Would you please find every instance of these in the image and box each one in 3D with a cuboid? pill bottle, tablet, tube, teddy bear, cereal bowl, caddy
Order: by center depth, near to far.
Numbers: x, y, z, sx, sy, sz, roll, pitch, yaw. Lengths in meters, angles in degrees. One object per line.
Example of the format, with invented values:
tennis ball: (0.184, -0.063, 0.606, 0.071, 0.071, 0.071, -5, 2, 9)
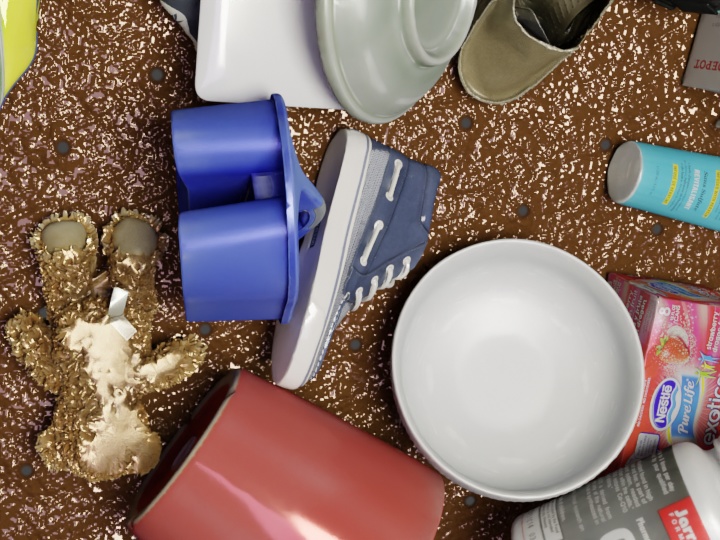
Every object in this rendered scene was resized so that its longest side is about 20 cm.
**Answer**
tablet: (-0.044, -0.213, 0.822, 0.128, 0.014, 0.203, 1, 105, -22)
caddy: (-0.076, -0.039, 0.841, 0.103, 0.200, 0.144, -3, 78, -8)
pill bottle: (0.222, 0.198, 0.899, 0.198, 0.114, 0.115, -28, 108, 14)
teddy bear: (-0.193, 0.052, 0.906, 0.143, 0.067, 0.203, -20, 100, -19)
cereal bowl: (0.119, 0.082, 0.955, 0.197, 0.083, 0.203, 0, 75, -1)
tube: (0.301, -0.064, 1.010, 0.197, 0.050, 0.078, 9, 107, -21)

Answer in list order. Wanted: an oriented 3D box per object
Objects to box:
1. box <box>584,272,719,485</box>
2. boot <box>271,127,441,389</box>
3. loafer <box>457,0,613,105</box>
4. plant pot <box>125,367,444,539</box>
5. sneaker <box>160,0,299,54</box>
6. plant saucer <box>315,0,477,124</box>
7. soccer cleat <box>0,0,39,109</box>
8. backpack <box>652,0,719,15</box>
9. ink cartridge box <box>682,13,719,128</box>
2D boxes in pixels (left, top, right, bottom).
box: (0.246, 0.112, 1.004, 0.098, 0.095, 0.203, 7, 101, -16)
boot: (0.000, 0.000, 0.916, 0.089, 0.073, 0.203, 19, 82, -21)
loafer: (0.125, -0.182, 0.870, 0.076, 0.200, 0.068, 34, 51, -6)
plant pot: (-0.065, 0.182, 0.903, 0.177, 0.200, 0.201, 37, 92, -10)
sneaker: (-0.048, -0.214, 0.872, 0.197, 0.079, 0.131, -28, 115, -14)
plant saucer: (0.040, -0.200, 0.842, 0.050, 0.199, 0.203, 14, 102, 28)
soccer cleat: (-0.248, -0.192, 0.842, 0.084, 0.064, 0.202, 30, 82, -59)
backpack: (0.233, -0.312, 0.871, 0.174, 0.153, 0.202, 22, 88, 11)
ink cartridge box: (0.352, -0.199, 0.946, 0.123, 0.129, 0.203, 11, 100, -16)
